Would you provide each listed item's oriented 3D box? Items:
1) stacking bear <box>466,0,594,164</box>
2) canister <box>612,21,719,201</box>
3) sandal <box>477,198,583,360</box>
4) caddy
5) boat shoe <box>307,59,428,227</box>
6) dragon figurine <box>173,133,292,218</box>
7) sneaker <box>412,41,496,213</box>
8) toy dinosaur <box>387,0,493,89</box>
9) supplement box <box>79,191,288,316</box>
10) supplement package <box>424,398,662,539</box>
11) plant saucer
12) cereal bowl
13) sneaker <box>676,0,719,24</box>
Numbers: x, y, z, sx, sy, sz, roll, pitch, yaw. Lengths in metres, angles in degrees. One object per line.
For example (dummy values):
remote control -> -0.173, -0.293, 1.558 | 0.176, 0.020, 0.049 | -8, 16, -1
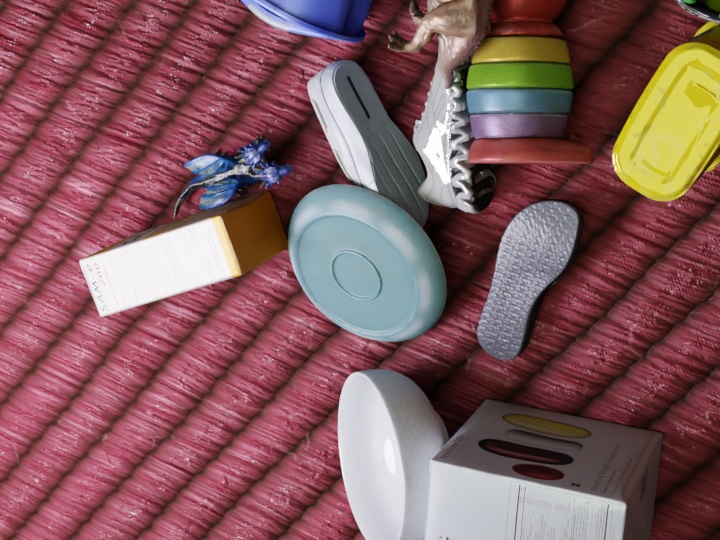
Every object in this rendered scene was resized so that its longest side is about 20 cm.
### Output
stacking bear -> 0.161, -0.206, 1.303 | 0.113, 0.121, 0.201 | -1, 94, -20
canister -> 0.306, -0.148, 1.203 | 0.086, 0.200, 0.149 | 33, 115, 12
sandal -> 0.177, 0.003, 1.400 | 0.076, 0.043, 0.201 | 36, 126, 18
caddy -> -0.075, -0.302, 1.361 | 0.199, 0.141, 0.105 | 32, 112, 13
boat shoe -> 0.009, -0.130, 1.423 | 0.067, 0.073, 0.201 | -9, 107, 56
dragon figurine -> -0.156, -0.105, 1.475 | 0.199, 0.099, 0.059 | -16, 98, 27
sneaker -> 0.090, -0.159, 1.372 | 0.081, 0.075, 0.201 | 6, 106, 33
toy dinosaur -> 0.099, -0.266, 1.252 | 0.135, 0.086, 0.201 | 5, 108, 24
supplement box -> -0.200, -0.020, 1.505 | 0.199, 0.126, 0.074 | -16, 99, 26
supplement package -> 0.191, 0.246, 1.373 | 0.199, 0.191, 0.148 | 9, 108, 21
plant saucer -> 0.000, 0.000, 1.440 | 0.199, 0.027, 0.201 | 19, 132, 23
cereal bowl -> 0.045, 0.205, 1.451 | 0.083, 0.200, 0.201 | -5, 108, -20
sneaker -> 0.306, -0.277, 1.200 | 0.200, 0.085, 0.078 | 44, 125, 47
